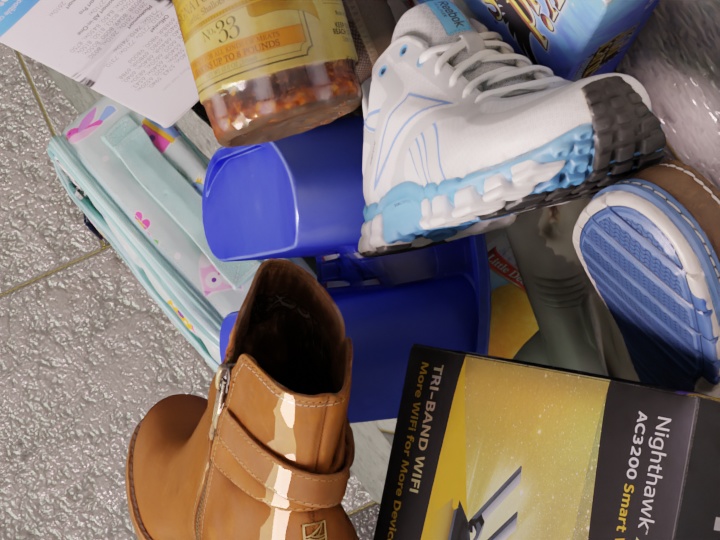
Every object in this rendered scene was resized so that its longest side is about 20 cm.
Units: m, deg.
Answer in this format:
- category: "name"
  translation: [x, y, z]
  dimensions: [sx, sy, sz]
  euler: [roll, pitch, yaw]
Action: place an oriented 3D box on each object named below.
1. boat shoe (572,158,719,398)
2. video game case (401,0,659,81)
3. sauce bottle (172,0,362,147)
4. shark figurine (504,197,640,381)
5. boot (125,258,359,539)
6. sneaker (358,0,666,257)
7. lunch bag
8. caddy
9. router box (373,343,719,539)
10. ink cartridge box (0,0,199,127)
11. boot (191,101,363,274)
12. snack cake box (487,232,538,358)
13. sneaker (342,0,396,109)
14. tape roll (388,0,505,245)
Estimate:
- category: "boat shoe"
  translation: [0.129, 0.002, 0.717]
  dimensions: [0.072, 0.072, 0.200]
  euler: [46, 174, 23]
- category: "video game case"
  translation: [0.033, -0.148, 0.735]
  dimensions: [0.182, 0.045, 0.200]
  euler: [51, 171, 6]
- category: "sauce bottle"
  translation: [-0.054, -0.150, 0.759]
  dimensions: [0.066, 0.065, 0.202]
  euler: [139, 114, -81]
- category: "shark figurine"
  translation: [0.091, 0.065, 0.833]
  dimensions: [0.128, 0.089, 0.217]
  euler: [11, -114, -53]
- category: "boot"
  translation: [-0.049, 0.063, 0.801]
  dimensions: [0.200, 0.076, 0.157]
  euler: [-115, 25, -57]
- category: "sneaker"
  translation: [0.039, -0.058, 0.714]
  dimensions: [0.200, 0.074, 0.088]
  euler: [165, 94, -68]
- category: "lunch bag"
  translation: [-0.086, -0.009, 1.089]
  dimensions: [0.200, 0.077, 0.160]
  euler: [46, 177, 20]
- category: "caddy"
  translation: [0.000, 0.000, 0.904]
  dimensions: [0.200, 0.104, 0.143]
  euler: [174, 88, -72]
- category: "router box"
  translation: [0.063, 0.135, 0.704]
  dimensions: [0.052, 0.202, 0.157]
  euler: [13, 176, -36]
- category: "ink cartridge box"
  translation: [-0.129, -0.149, 0.988]
  dimensions: [0.199, 0.068, 0.117]
  euler: [26, -148, -47]
- category: "boot"
  translation: [-0.013, -0.036, 1.114]
  dimensions: [0.204, 0.073, 0.154]
  euler: [46, 174, 40]
- category: "snack cake box"
  translation: [0.111, 0.077, 0.973]
  dimensions: [0.200, 0.115, 0.067]
  euler: [47, 170, 31]
- category: "sneaker"
  translation: [-0.032, -0.100, 0.889]
  dimensions: [0.200, 0.075, 0.071]
  euler: [144, 104, -85]
- category: "tape roll"
  translation: [0.015, -0.097, 1.056]
  dimensions: [0.203, 0.037, 0.203]
  euler: [52, 172, 10]
